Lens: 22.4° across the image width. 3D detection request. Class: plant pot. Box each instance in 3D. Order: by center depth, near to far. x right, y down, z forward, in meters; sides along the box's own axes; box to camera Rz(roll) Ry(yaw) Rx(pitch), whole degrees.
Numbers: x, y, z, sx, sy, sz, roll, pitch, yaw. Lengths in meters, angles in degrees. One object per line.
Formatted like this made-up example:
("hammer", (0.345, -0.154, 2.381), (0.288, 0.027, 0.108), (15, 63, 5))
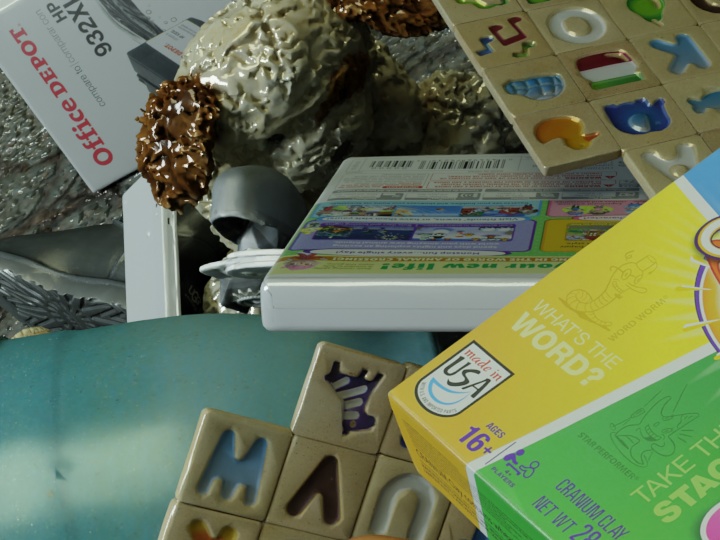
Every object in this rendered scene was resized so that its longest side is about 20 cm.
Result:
("plant pot", (-0.043, 0.105, 0.745), (0.186, 0.201, 0.201), (-13, 39, 2))

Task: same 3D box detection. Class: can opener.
("can opener", (0.000, 0.000, 0.815), (0.053, 0.199, 0.068), (-7, 77, 30))

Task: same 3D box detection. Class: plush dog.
("plush dog", (-0.035, -0.084, 0.920), (0.200, 0.172, 0.161), (-39, 71, -10))

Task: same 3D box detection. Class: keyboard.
("keyboard", (-0.105, 0.039, 0.921), (0.056, 0.011, 0.202), (-43, 46, 53))

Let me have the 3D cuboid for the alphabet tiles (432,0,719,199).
("alphabet tiles", (0.127, -0.098, 0.765), (0.165, 0.006, 0.201), (-13, 44, -14))

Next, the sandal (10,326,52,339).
("sandal", (-0.180, 0.064, 0.978), (0.210, 0.070, 0.078), (0, 47, 36))

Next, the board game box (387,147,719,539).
("board game box", (0.130, 0.029, 0.542), (0.199, 0.041, 0.153), (-36, 42, -15))

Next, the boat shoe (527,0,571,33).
("boat shoe", (0.088, -0.137, 0.854), (0.066, 0.072, 0.201), (-34, 32, 9))

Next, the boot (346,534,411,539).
("boot", (0.091, 0.082, 0.581), (0.199, 0.077, 0.156), (9, 53, 44))

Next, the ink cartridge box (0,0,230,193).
("ink cartridge box", (-0.123, -0.163, 1.129), (0.199, 0.146, 0.084), (-28, 38, 6))

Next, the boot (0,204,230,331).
("boot", (-0.115, -0.049, 1.060), (0.164, 0.066, 0.201), (13, 59, 34))

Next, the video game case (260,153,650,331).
("video game case", (0.075, -0.014, 0.706), (0.198, 0.022, 0.182), (0, 18, 9))

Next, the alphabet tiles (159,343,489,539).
("alphabet tiles", (-0.001, 0.133, 0.661), (0.202, 0.165, 0.006), (-71, 21, 7))
